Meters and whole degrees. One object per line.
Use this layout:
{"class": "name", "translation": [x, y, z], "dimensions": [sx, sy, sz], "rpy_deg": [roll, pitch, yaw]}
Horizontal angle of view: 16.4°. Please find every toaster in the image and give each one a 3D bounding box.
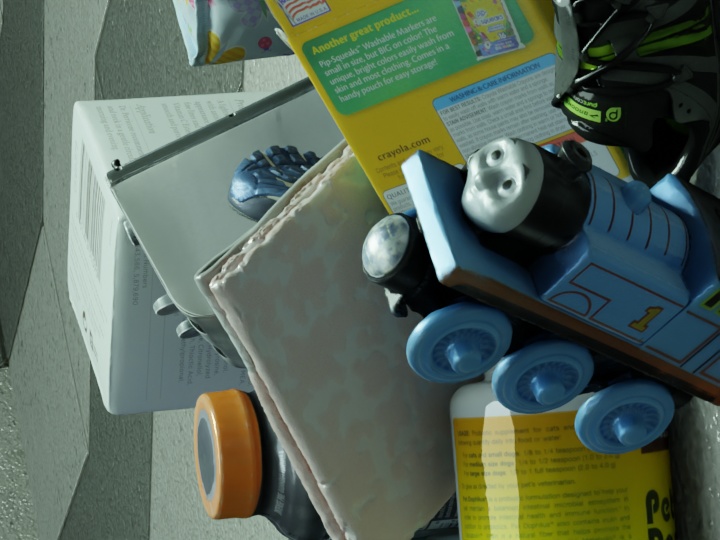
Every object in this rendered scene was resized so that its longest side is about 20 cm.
{"class": "toaster", "translation": [-0.040, -0.034, 1.536], "dimensions": [0.181, 0.199, 0.119], "rpy_deg": [66, 178, -77]}

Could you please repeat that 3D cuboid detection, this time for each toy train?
{"class": "toy train", "translation": [0.094, 0.004, 1.075], "dimensions": [0.114, 0.199, 0.087], "rpy_deg": [-44, 42, 26]}

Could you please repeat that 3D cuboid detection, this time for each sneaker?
{"class": "sneaker", "translation": [0.115, -0.098, 1.057], "dimensions": [0.083, 0.070, 0.200], "rpy_deg": [-64, -34, -17]}
{"class": "sneaker", "translation": [0.000, 0.000, 1.337], "dimensions": [0.085, 0.199, 0.077], "rpy_deg": [-58, 43, 10]}

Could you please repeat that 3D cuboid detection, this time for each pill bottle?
{"class": "pill bottle", "translation": [0.102, 0.115, 1.244], "dimensions": [0.109, 0.108, 0.202], "rpy_deg": [169, 97, -75]}
{"class": "pill bottle", "translation": [0.007, 0.097, 1.415], "dimensions": [0.106, 0.199, 0.107], "rpy_deg": [176, 90, -75]}

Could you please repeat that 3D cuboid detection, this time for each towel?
{"class": "towel", "translation": [0.022, 0.022, 1.268], "dimensions": [0.032, 0.200, 0.192], "rpy_deg": [4, 130, 48]}

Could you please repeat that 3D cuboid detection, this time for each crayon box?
{"class": "crayon box", "translation": [0.054, -0.086, 1.183], "dimensions": [0.201, 0.125, 0.052], "rpy_deg": [59, -148, -20]}

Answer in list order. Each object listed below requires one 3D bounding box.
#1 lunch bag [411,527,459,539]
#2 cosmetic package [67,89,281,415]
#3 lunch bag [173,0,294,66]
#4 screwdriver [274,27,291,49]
{"class": "lunch bag", "translation": [0.056, 0.237, 1.417], "dimensions": [0.200, 0.126, 0.171], "rpy_deg": [-149, 56, -83]}
{"class": "cosmetic package", "translation": [-0.095, -0.017, 1.761], "dimensions": [0.165, 0.199, 0.166], "rpy_deg": [-116, 27, -53]}
{"class": "lunch bag", "translation": [-0.047, -0.236, 1.588], "dimensions": [0.201, 0.168, 0.128], "rpy_deg": [-109, 20, -45]}
{"class": "screwdriver", "translation": [0.024, -0.074, 1.437], "dimensions": [0.200, 0.028, 0.029], "rpy_deg": [48, 135, 3]}
